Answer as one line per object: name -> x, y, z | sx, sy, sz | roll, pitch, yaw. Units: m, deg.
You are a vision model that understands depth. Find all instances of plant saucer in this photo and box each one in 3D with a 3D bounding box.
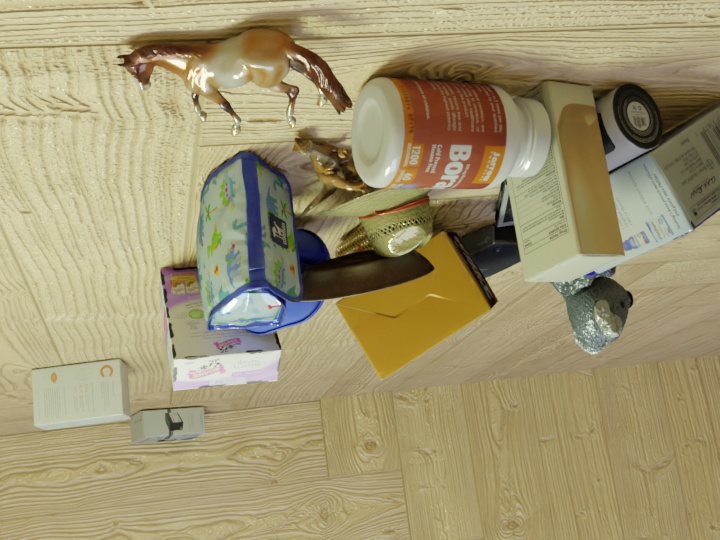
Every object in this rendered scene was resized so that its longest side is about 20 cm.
plant saucer -> 0.000, 0.000, 1.393 | 0.196, 0.037, 0.200 | -13, -173, 2

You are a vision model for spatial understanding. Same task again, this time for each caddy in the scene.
caddy -> -0.131, 0.013, 1.533 | 0.197, 0.144, 0.104 | -17, 158, 34

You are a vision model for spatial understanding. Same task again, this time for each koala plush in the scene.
koala plush -> 0.388, 0.035, 1.761 | 0.180, 0.204, 0.178 | -9, 167, -8

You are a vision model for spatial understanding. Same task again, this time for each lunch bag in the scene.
lunch bag -> -0.140, -0.031, 1.290 | 0.125, 0.174, 0.200 | -5, 164, -10

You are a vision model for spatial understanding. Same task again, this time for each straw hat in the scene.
straw hat -> 0.047, -0.064, 1.332 | 0.197, 0.087, 0.201 | -18, -179, 0

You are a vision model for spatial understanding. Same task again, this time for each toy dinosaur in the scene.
toy dinosaur -> -0.035, -0.121, 1.270 | 0.104, 0.062, 0.201 | 11, 161, 12

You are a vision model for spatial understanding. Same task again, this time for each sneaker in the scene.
sneaker -> 0.040, -0.043, 1.575 | 0.089, 0.076, 0.199 | -14, 174, -33

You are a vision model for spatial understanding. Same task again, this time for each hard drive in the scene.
hard drive -> 0.212, -0.029, 1.757 | 0.133, 0.043, 0.199 | 0, 163, -29

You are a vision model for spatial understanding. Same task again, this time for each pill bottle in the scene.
pill bottle -> 0.098, -0.143, 1.105 | 0.196, 0.115, 0.112 | -2, 165, -24

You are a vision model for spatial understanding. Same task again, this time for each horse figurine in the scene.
horse figurine -> -0.107, -0.178, 0.962 | 0.196, 0.051, 0.133 | -3, 150, 16

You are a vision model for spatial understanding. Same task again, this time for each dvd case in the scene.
dvd case -> 0.273, -0.112, 1.507 | 0.147, 0.025, 0.200 | -9, 166, 2

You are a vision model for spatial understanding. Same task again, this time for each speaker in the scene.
speaker -> 0.265, -0.147, 1.254 | 0.080, 0.083, 0.199 | 1, 164, -31

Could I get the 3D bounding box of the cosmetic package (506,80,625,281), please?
cosmetic package -> 0.223, -0.097, 1.171 | 0.070, 0.204, 0.105 | 1, 165, -30

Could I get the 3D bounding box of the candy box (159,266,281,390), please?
candy box -> -0.222, 0.084, 1.627 | 0.164, 0.202, 0.072 | -3, 133, -16

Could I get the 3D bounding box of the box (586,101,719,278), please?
box -> 0.371, -0.101, 1.296 | 0.183, 0.106, 0.199 | -31, 180, -31

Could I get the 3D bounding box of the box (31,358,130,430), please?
box -> -0.621, 0.277, 2.320 | 0.196, 0.127, 0.098 | -6, 166, -4

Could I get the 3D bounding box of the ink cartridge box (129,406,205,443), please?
ink cartridge box -> -0.591, 0.474, 3.182 | 0.197, 0.085, 0.145 | 0, 164, -29

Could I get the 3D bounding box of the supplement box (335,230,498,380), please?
supplement box -> 0.093, 0.049, 1.599 | 0.196, 0.134, 0.200 | -33, 175, 10
